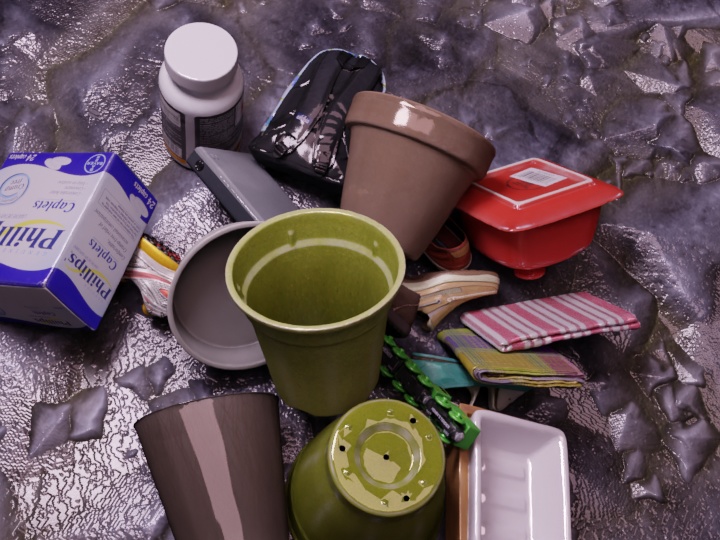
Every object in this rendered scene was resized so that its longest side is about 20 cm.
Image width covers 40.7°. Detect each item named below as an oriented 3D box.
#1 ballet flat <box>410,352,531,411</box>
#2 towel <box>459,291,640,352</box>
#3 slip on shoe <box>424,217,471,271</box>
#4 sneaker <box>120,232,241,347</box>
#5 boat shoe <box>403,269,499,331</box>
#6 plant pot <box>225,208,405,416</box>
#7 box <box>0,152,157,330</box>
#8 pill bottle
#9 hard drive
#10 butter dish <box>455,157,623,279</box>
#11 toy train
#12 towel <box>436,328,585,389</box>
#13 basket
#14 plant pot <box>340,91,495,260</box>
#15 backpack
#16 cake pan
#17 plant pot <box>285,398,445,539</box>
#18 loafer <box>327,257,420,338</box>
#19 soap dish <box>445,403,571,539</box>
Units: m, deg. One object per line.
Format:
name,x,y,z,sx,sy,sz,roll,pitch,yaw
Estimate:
ballet flat,0.156,0.148,1.267,0.198,0.067,0.071,4,87,-6
towel,0.246,0.070,1.280,0.198,0.146,0.030,-9,103,-11
slip on shoe,0.080,-0.077,1.361,0.074,0.061,0.200,-36,65,-22
sneaker,-0.234,0.037,1.262,0.200,0.078,0.082,38,91,6
boat shoe,0.092,0.045,1.309,0.198,0.072,0.077,-6,78,-4
plant pot,-0.045,0.062,1.127,0.199,0.185,0.201,-2,42,2
box,-0.387,-0.041,1.211,0.183,0.105,0.201,3,58,27
pill bottle,-0.216,-0.235,1.322,0.115,0.200,0.117,4,62,-7
hard drive,-0.130,-0.082,1.304,0.033,0.139,0.200,-47,73,19
butter dish,0.231,-0.058,1.338,0.198,0.149,0.200,-19,27,-23
toy train,0.075,0.144,1.176,0.042,0.056,0.200,-54,42,10
towel,0.183,0.109,1.229,0.142,0.200,0.023,3,101,-11
basket,-0.157,0.259,1.118,0.179,0.136,0.201,-2,66,-30
plant pot,0.054,-0.112,1.261,0.199,0.200,0.176,21,88,3
backpack,-0.044,-0.218,1.385,0.162,0.154,0.201,20,83,7
cake pan,-0.141,0.027,1.186,0.199,0.202,0.037,-16,31,-16
plant pot,0.018,0.240,1.117,0.199,0.193,0.202,4,62,-7
loafer,0.000,0.000,1.237,0.200,0.073,0.071,45,69,-18
soap dish,0.174,0.275,1.165,0.156,0.081,0.201,17,59,-24
